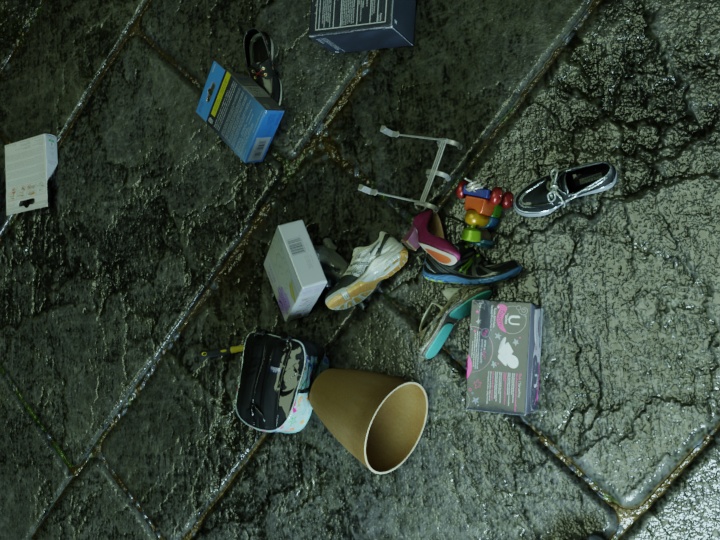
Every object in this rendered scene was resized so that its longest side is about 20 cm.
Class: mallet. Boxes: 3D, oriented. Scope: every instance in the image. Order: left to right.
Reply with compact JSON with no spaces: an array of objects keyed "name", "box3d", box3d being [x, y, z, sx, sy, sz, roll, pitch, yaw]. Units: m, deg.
[{"name":"mallet","box3d":[-0.284,0.189,1.761,0.199,0.041,0.066,-19,72,28]}]

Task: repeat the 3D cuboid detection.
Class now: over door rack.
[{"name":"over door rack","box3d":[0.106,-0.208,1.595,0.200,0.067,0.148,20,89,40]}]

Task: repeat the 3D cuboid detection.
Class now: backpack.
[{"name":"backpack","box3d":[-0.167,0.238,1.628,0.177,0.150,0.201,8,79,34]}]

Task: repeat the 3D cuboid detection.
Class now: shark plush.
[{"name":"shark plush","box3d":[-0.056,0.007,1.670,0.200,0.091,0.083,36,121,5]}]

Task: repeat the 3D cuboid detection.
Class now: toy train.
[{"name":"toy train","box3d":[0.212,-0.105,1.453,0.084,0.200,0.116,14,95,27]}]

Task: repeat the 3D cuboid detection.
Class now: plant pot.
[{"name":"plant pot","box3d":[-0.001,0.271,1.539,0.200,0.186,0.187,22,94,38]}]

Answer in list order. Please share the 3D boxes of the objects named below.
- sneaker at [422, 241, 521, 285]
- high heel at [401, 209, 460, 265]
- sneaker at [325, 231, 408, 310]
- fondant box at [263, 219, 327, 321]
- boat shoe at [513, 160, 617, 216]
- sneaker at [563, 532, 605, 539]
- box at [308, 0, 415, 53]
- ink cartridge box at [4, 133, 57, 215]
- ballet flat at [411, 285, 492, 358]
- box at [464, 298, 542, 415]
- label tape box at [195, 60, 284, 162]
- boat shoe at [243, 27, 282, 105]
[{"name":"sneaker","box3d":[0.213,-0.014,1.511,0.199,0.071,0.083,4,92,30]},{"name":"high heel","box3d":[0.152,-0.073,1.503,0.096,0.067,0.200,-50,30,-6]},{"name":"sneaker","box3d":[0.000,0.000,1.604,0.200,0.076,0.088,-37,66,-7]},{"name":"fondant box","box3d":[-0.140,0.004,1.627,0.058,0.200,0.145,-16,72,-21]},{"name":"boat shoe","box3d":[0.374,-0.154,1.447,0.199,0.068,0.074,-13,78,25]},{"name":"sneaker","box3d":[0.357,0.527,1.383,0.199,0.074,0.085,-25,68,13]},{"name":"box","box3d":[0.009,-0.580,1.651,0.198,0.123,0.201,3,87,28]},{"name":"ink cartridge box","box3d":[-0.894,-0.257,2.116,0.160,0.050,0.201,-8,84,25]},{"name":"ballet flat","box3d":[0.169,0.083,1.530,0.200,0.068,0.075,-50,56,17]},{"name":"box","box3d":[0.268,0.158,1.430,0.114,0.132,0.201,3,86,23]},{"name":"label tape box","box3d":[-0.277,-0.364,1.780,0.200,0.063,0.144,46,126,23]},{"name":"boat shoe","box3d":[-0.230,-0.459,1.794,0.073,0.063,0.202,-13,80,22]}]
